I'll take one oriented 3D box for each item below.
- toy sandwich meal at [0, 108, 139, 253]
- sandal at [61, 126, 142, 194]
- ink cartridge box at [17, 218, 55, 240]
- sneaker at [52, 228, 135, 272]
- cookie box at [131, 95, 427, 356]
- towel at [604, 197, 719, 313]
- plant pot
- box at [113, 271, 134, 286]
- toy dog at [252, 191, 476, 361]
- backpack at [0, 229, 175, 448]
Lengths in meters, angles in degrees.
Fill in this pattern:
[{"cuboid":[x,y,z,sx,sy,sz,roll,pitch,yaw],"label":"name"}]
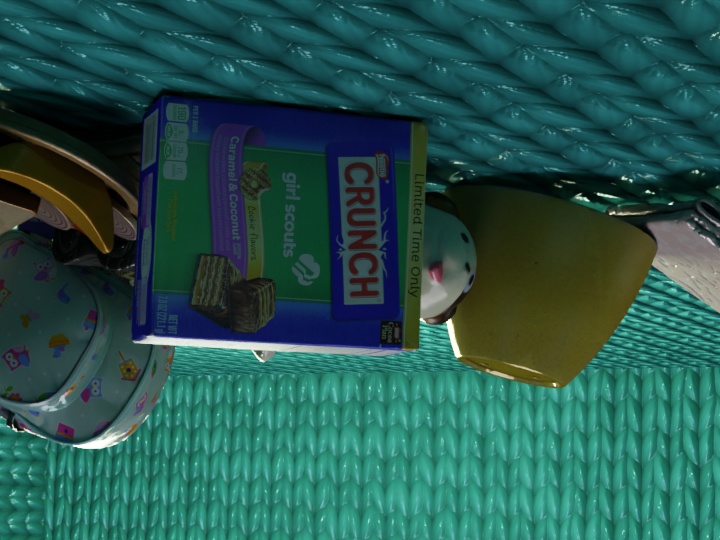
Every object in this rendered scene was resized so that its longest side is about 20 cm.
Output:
[{"cuboid":[-0.259,-0.057,1.117,0.204,0.070,0.205,17,162,6],"label":"toy sandwich meal"},{"cuboid":[-0.175,-0.078,1.165,0.199,0.054,0.080,0,172,8],"label":"sandal"},{"cuboid":[-0.290,-0.040,1.515,0.099,0.039,0.200,3,171,-6],"label":"ink cartridge box"},{"cuboid":[-0.206,-0.026,1.329,0.091,0.076,0.200,17,-178,-37],"label":"sneaker"},{"cuboid":[-0.057,-0.028,1.089,0.199,0.172,0.075,4,175,-19],"label":"cookie box"},{"cuboid":[0.327,0.002,1.339,0.200,0.032,0.191,36,172,-11],"label":"towel"},{"cuboid":[0.151,0.024,1.349,0.199,0.143,0.200,15,170,3],"label":"plant pot"},{"cuboid":[-0.229,0.009,1.589,0.198,0.050,0.200,-15,174,10],"label":"box"},{"cuboid":[0.000,0.000,1.254,0.199,0.140,0.194,-3,178,-13],"label":"toy dog"},{"cuboid":[-0.280,0.071,1.408,0.199,0.176,0.153,27,170,4],"label":"backpack"}]
